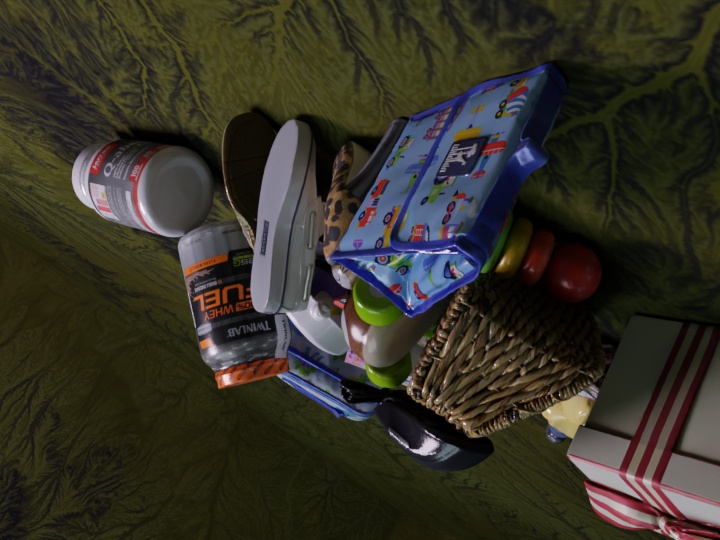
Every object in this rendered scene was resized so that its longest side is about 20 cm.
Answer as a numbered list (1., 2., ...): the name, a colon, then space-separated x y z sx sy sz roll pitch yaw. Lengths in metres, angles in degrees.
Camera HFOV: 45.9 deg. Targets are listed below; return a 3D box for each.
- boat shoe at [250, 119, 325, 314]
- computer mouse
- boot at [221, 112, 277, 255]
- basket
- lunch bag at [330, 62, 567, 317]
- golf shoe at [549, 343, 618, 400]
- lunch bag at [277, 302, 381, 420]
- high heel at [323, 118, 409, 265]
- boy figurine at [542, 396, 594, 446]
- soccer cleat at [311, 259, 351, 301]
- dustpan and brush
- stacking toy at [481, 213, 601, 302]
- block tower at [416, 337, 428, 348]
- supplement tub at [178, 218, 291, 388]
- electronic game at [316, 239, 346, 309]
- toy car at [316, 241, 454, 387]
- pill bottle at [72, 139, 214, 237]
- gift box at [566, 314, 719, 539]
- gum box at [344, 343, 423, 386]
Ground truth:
1. boat shoe: -0.065 -0.052 0.881 0.065 0.203 0.072 3 -171 -30
2. computer mouse: 0.075 0.167 0.873 0.139 0.047 0.199 15 -178 -39
3. boot: -0.116 -0.089 0.976 0.155 0.071 0.202 -126 19 -68
4. basket: 0.139 0.089 0.832 0.148 0.144 0.200 29 -164 4
5. lunch bag: 0.080 -0.059 0.635 0.094 0.152 0.200 34 162 -14
6. golf shoe: 0.225 0.103 0.964 0.198 0.073 0.092 25 163 16
7. lunch bag: -0.035 0.126 1.295 0.198 0.162 0.083 30 163 2
8. high heel: -0.016 -0.053 0.814 0.071 0.144 0.200 32 162 -7
9. boy figurine: 0.281 0.187 1.114 0.123 0.065 0.201 24 160 19
10. soccer cleat: -0.076 0.035 1.142 0.068 0.073 0.199 44 157 -16
11. dustpan and brush: -0.051 0.048 0.999 0.140 0.057 0.200 49 -172 -3
12. stacking toy: 0.127 -0.029 0.783 0.198 0.086 0.086 22 162 4
13. block tower: 0.160 0.102 1.094 0.198 0.054 0.058 25 161 20
14. supplement tub: -0.159 0.043 1.102 0.121 0.203 0.123 -14 173 -2
15. electronic game: -0.019 0.020 1.183 0.198 0.042 0.200 27 162 10
16. toy car: 0.000 0.000 0.954 0.199 0.158 0.165 35 156 26
17. pill bottle: -0.298 -0.116 1.143 0.198 0.117 0.116 13 156 42
18. gift box: 0.334 0.179 0.806 0.200 0.188 0.183 42 159 -31
19. gum box: 0.092 0.134 1.209 0.198 0.067 0.113 24 166 -22
